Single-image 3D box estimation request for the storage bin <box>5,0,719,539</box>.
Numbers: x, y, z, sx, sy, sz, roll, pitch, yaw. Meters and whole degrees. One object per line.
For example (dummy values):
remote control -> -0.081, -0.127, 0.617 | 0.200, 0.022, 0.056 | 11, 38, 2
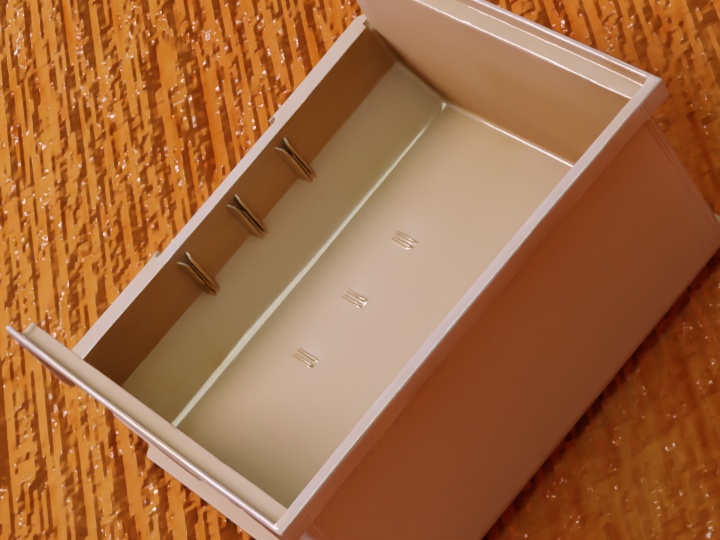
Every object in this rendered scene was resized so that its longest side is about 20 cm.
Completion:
storage bin -> 0.000, 0.000, 0.954 | 0.200, 0.094, 0.198 | -50, 44, -9
